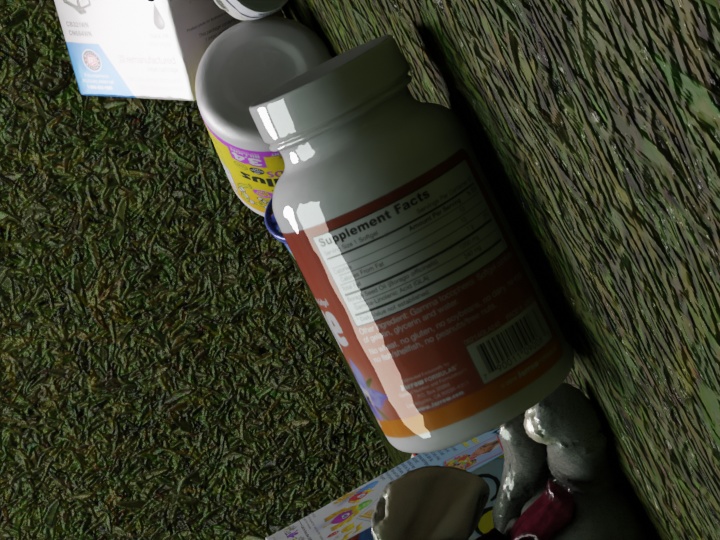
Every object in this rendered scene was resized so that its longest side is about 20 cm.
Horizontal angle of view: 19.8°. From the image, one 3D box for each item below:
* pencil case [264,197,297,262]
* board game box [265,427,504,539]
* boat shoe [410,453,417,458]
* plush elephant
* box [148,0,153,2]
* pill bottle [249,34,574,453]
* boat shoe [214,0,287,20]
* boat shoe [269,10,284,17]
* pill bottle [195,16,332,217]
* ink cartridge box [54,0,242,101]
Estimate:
[{"bbox_3d":[0.000,0.000,1.527,0.087,0.078,0.200,48,174,44],"label":"pencil case"},{"bbox_3d":[0.052,0.186,1.382,0.103,0.199,0.105,63,175,-10],"label":"board game box"},{"bbox_3d":[0.084,0.142,1.689,0.200,0.071,0.063,148,136,-88],"label":"boat shoe"},{"bbox_3d":[0.088,0.175,1.182,0.165,0.154,0.200,62,175,8],"label":"plush elephant"},{"bbox_3d":[-0.095,-0.250,0.976,0.197,0.124,0.200,61,176,-3],"label":"box"},{"bbox_3d":[0.023,-0.015,1.080,0.201,0.112,0.112,63,176,-9],"label":"pill bottle"},{"bbox_3d":[-0.120,-0.266,1.457,0.202,0.075,0.086,57,160,-8],"label":"boat shoe"},{"bbox_3d":[-0.100,-0.209,1.628,0.200,0.076,0.072,61,174,-7],"label":"boat shoe"},{"bbox_3d":[-0.057,-0.102,1.554,0.104,0.104,0.200,61,176,22],"label":"pill bottle"},{"bbox_3d":[-0.169,-0.239,1.568,0.146,0.084,0.201,7,120,45],"label":"ink cartridge box"}]
